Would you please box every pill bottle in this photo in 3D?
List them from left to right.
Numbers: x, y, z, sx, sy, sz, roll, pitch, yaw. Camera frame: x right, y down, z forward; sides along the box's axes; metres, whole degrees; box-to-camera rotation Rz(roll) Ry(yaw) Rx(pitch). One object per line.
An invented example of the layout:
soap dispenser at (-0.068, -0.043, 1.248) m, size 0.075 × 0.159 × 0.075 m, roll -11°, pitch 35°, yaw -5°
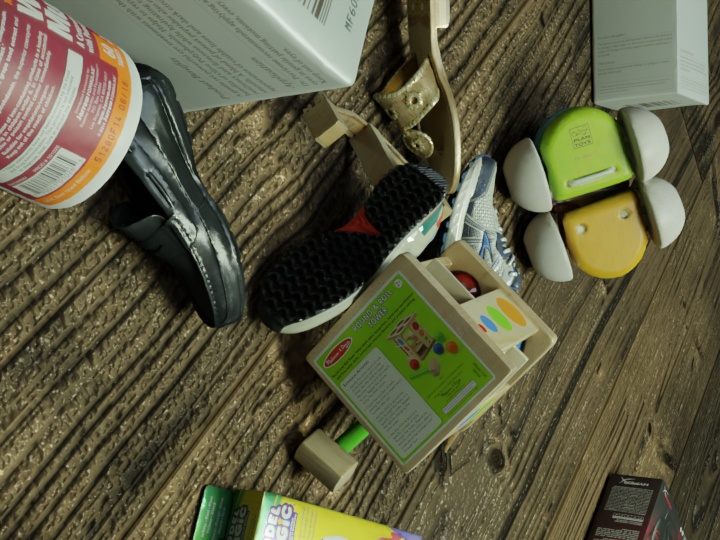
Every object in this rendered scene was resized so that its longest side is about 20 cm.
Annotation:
pill bottle at (-0.226, -0.115, 0.579) m, size 0.200 × 0.109 × 0.110 m, roll 28°, pitch 67°, yaw -50°

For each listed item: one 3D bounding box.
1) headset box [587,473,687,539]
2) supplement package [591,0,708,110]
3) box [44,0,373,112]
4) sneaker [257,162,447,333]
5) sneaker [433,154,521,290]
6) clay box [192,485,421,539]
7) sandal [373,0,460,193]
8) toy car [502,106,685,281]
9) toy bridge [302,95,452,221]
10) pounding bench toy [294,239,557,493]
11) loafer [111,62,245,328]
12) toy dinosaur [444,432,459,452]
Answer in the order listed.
headset box at (0.340, 0.382, 1.342) m, size 0.200 × 0.075 × 0.149 m, roll -57°, pitch 131°, yaw -37°
supplement package at (0.374, -0.313, 1.376) m, size 0.117 × 0.117 × 0.201 m, roll 0°, pitch 90°, yaw -53°
box at (-0.102, -0.241, 0.696) m, size 0.199 × 0.171 × 0.200 m, roll 35°, pitch 61°, yaw -47°
sneaker at (0.000, 0.000, 0.896) m, size 0.200 × 0.070 × 0.094 m, roll -43°, pitch 151°, yaw -24°
sneaker at (0.114, -0.011, 1.031) m, size 0.077 × 0.085 × 0.201 m, roll 123°, pitch -20°, yaw -82°
clay box at (-0.044, 0.243, 0.834) m, size 0.200 × 0.048 × 0.115 m, roll 25°, pitch 67°, yaw -38°
sandal at (0.043, -0.175, 0.990) m, size 0.069 × 0.078 × 0.212 m, roll -7°, pitch 98°, yaw -20°
toy car at (0.255, -0.097, 1.202) m, size 0.150 × 0.175 × 0.200 m, roll -94°, pitch 165°, yaw -66°
toy bridge at (0.014, -0.101, 0.939) m, size 0.200 × 0.027 × 0.067 m, roll 31°, pitch 25°, yaw -51°
pounding bench toy at (0.043, 0.090, 0.907) m, size 0.124 × 0.200 × 0.156 m, roll 47°, pitch 22°, yaw 13°
loafer at (-0.138, -0.042, 0.737) m, size 0.070 × 0.068 × 0.201 m, roll -34°, pitch 119°, yaw -27°
toy dinosaur at (0.117, 0.089, 1.088) m, size 0.106 × 0.060 × 0.201 m, roll 9°, pitch 75°, yaw -28°
